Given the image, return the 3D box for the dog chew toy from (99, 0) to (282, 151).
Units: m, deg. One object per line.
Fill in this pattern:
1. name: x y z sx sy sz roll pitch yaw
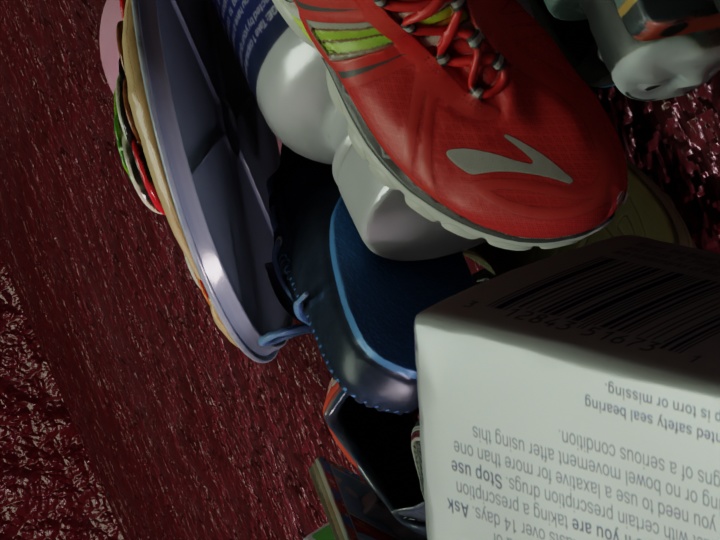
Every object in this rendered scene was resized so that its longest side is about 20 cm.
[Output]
1. dog chew toy: -0.045 -0.079 1.058 0.200 0.124 0.125 56 163 7

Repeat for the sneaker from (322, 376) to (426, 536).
1. sneaker: 0.062 0.108 0.918 0.200 0.075 0.085 35 -172 14

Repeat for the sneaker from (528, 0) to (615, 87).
1. sneaker: 0.045 -0.151 0.718 0.073 0.082 0.200 21 134 64

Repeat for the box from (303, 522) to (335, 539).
1. box: 0.068 0.224 1.150 0.177 0.097 0.200 68 165 -14

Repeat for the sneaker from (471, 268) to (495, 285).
1. sneaker: 0.104 0.055 0.862 0.085 0.077 0.200 62 174 -22

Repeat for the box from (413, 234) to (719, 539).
1. box: 0.121 0.108 0.626 0.184 0.105 0.200 14 115 45

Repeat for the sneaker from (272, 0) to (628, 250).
1. sneaker: 0.015 -0.087 0.687 0.200 0.077 0.085 48 170 -1

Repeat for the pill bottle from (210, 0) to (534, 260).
1. pill bottle: 0.004 -0.110 0.808 0.120 0.120 0.200 98 151 -62

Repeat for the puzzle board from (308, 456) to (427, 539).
1. puzzle board: 0.072 0.167 0.945 0.200 0.017 0.151 30 -161 -31

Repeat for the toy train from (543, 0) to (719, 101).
1. toy train: 0.072 -0.147 0.594 0.200 0.085 0.114 69 156 14

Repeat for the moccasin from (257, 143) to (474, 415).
1. moccasin: 0.000 0.000 0.849 0.080 0.068 0.200 29 -154 -19

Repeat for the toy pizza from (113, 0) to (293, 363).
1. toy pizza: -0.069 -0.057 0.875 0.200 0.032 0.201 -13 -90 -81

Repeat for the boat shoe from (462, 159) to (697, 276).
1. boat shoe: 0.085 -0.012 0.837 0.201 0.063 0.073 21 89 63

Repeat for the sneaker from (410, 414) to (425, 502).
1. sneaker: 0.049 0.148 0.776 0.081 0.075 0.200 168 91 -70
